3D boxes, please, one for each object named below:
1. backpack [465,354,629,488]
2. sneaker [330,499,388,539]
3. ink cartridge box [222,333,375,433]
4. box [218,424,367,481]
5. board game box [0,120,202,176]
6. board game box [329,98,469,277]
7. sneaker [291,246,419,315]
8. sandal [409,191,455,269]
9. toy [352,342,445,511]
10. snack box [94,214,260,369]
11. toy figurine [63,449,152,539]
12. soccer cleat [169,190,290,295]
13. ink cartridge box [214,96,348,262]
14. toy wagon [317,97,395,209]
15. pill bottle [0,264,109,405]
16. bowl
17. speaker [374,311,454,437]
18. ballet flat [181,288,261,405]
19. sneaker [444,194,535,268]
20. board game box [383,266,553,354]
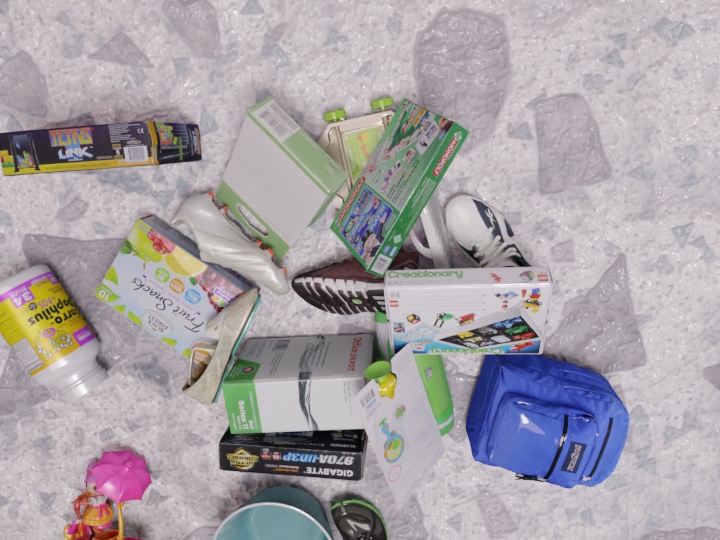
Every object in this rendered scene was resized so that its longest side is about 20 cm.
[{"bbox_3d":[0.266,0.220,0.809,0.198,0.168,0.164,14,110,-2],"label":"backpack"},{"bbox_3d":[0.013,0.455,0.920,0.076,0.084,0.201,-24,99,9],"label":"sneaker"},{"bbox_3d":[-0.078,0.159,0.831,0.198,0.147,0.084,-4,107,6],"label":"ink cartridge box"},{"bbox_3d":[-0.088,0.234,0.842,0.198,0.159,0.046,2,106,4],"label":"box"},{"bbox_3d":[-0.337,-0.165,0.771,0.198,0.165,0.057,-3,104,5],"label":"board game box"},{"bbox_3d":[0.041,-0.109,0.731,0.029,0.135,0.201,23,106,-32],"label":"board game box"},{"bbox_3d":[0.000,0.000,0.835,0.198,0.116,0.076,3,145,33],"label":"sneaker"},{"bbox_3d":[0.087,-0.056,0.791,0.049,0.083,0.204,-10,115,19],"label":"sandal"},{"bbox_3d":[0.046,0.205,0.772,0.047,0.115,0.201,12,130,43],"label":"toy"},{"bbox_3d":[-0.273,0.033,0.867,0.199,0.053,0.143,35,105,-5],"label":"snack box"},{"bbox_3d":[-0.410,0.383,0.939,0.198,0.150,0.186,4,89,29],"label":"toy figurine"},{"bbox_3d":[-0.186,-0.026,0.835,0.200,0.069,0.078,44,76,1],"label":"soccer cleat"},{"bbox_3d":[-0.116,-0.115,0.789,0.146,0.048,0.200,44,145,0],"label":"ink cartridge box"},{"bbox_3d":[-0.010,-0.149,0.813,0.198,0.040,0.157,-11,101,8],"label":"toy wagon"},{"bbox_3d":[-0.469,0.100,0.873,0.104,0.104,0.201,-29,99,10],"label":"pill bottle"},{"bbox_3d":[-0.126,0.429,0.916,0.199,0.105,0.203,1,102,4],"label":"bowl"},{"bbox_3d":[0.080,0.141,0.846,0.088,0.088,0.202,-13,101,7],"label":"speaker"},{"bbox_3d":[-0.204,0.108,0.822,0.062,0.068,0.201,22,107,-12],"label":"ballet flat"},{"bbox_3d":[0.188,-0.014,0.779,0.079,0.130,0.200,-30,99,9],"label":"sneaker"},{"bbox_3d":[0.133,0.054,0.729,0.198,0.035,0.127,-1,132,8],"label":"board game box"}]
